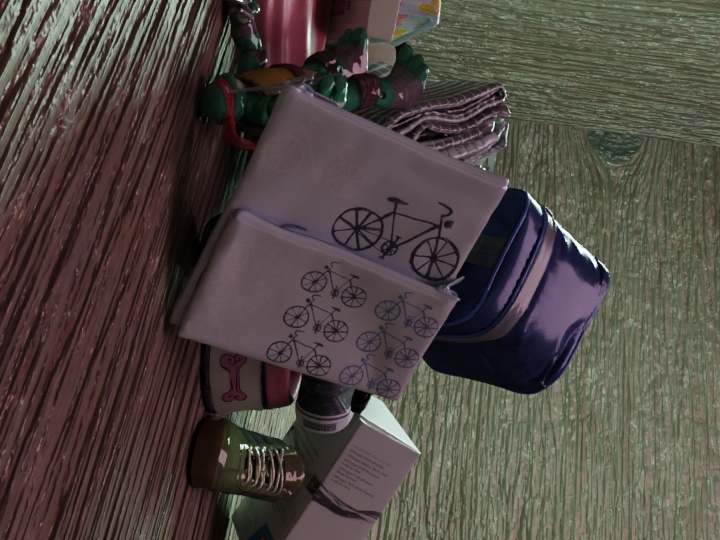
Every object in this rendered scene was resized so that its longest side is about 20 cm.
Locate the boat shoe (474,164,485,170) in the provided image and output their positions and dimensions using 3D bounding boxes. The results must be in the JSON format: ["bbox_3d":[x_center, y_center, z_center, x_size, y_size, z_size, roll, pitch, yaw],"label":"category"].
[{"bbox_3d":[0.052,-0.052,0.996,0.072,0.072,0.200,-64,-172,-33],"label":"boat shoe"}]

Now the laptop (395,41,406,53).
[{"bbox_3d":[-0.001,-0.223,1.389,0.200,0.115,0.188,-66,165,-78],"label":"laptop"}]

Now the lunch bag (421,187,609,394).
[{"bbox_3d":[0.085,0.004,0.852,0.200,0.132,0.136,6,-119,54],"label":"lunch bag"}]

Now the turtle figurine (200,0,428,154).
[{"bbox_3d":[-0.051,-0.143,0.752,0.199,0.150,0.101,-15,143,-44],"label":"turtle figurine"}]

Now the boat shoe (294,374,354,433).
[{"bbox_3d":[-0.015,0.059,0.960,0.201,0.070,0.091,-75,173,-61],"label":"boat shoe"}]

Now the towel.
[{"bbox_3d":[0.019,-0.126,0.909,0.200,0.165,0.086,-29,119,-42],"label":"towel"}]

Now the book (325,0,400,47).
[{"bbox_3d":[-0.007,-0.289,1.004,0.200,0.048,0.134,-159,-102,-66],"label":"book"}]

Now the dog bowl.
[{"bbox_3d":[-0.085,0.036,0.934,0.200,0.073,0.201,8,90,-86],"label":"dog bowl"}]

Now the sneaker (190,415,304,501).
[{"bbox_3d":[-0.095,0.178,0.947,0.200,0.089,0.068,84,15,-76],"label":"sneaker"}]

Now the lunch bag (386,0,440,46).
[{"bbox_3d":[0.009,-0.349,1.174,0.200,0.127,0.171,176,-75,-66],"label":"lunch bag"}]

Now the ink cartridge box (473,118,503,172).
[{"bbox_3d":[0.107,-0.034,1.047,0.200,0.050,0.163,-55,-168,42],"label":"ink cartridge box"}]

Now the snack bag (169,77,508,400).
[{"bbox_3d":[-0.009,-0.011,0.712,0.201,0.188,0.021,-61,-156,21],"label":"snack bag"}]

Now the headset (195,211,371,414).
[{"bbox_3d":[-0.045,0.030,0.790,0.200,0.123,0.094,42,51,-40],"label":"headset"}]

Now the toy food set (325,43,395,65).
[{"bbox_3d":[-0.020,-0.178,1.119,0.200,0.060,0.144,-149,-115,-65],"label":"toy food set"}]

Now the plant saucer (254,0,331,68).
[{"bbox_3d":[-0.058,-0.248,0.921,0.201,0.051,0.202,8,90,-86],"label":"plant saucer"}]

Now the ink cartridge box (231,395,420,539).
[{"bbox_3d":[-0.040,0.228,1.078,0.201,0.084,0.145,-57,-159,4],"label":"ink cartridge box"}]
